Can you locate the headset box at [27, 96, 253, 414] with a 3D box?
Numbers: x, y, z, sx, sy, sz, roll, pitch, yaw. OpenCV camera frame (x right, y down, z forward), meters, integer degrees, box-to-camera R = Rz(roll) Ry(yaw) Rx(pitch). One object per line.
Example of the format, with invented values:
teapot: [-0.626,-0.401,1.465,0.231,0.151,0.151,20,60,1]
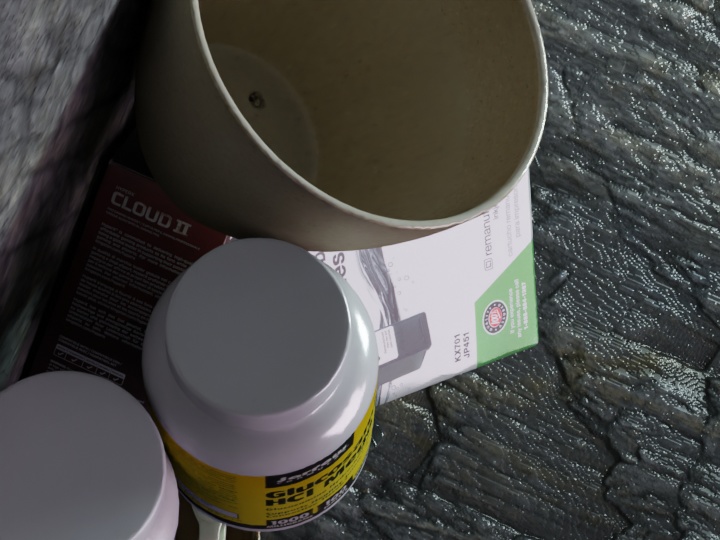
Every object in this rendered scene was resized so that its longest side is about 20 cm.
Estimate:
headset box: [-0.108,-0.005,1.568,0.149,0.075,0.200,-64,178,-64]

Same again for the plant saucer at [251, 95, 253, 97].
plant saucer: [-0.034,-0.036,1.775,0.037,0.199,0.200,35,-75,51]

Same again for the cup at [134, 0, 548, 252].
cup: [-0.031,-0.088,1.418,0.143,0.200,0.201,-33,-154,50]

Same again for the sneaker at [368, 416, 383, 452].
sneaker: [-0.056,0.131,1.840,0.091,0.076,0.200,-43,172,24]

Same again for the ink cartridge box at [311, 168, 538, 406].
ink cartridge box: [0.000,0.000,1.736,0.200,0.083,0.147,-20,121,-26]

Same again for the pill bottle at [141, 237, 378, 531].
pill bottle: [-0.048,0.053,1.409,0.200,0.112,0.113,93,21,-74]

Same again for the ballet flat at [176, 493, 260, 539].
ballet flat: [-0.087,0.161,1.670,0.065,0.070,0.201,-75,163,-81]

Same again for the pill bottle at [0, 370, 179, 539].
pill bottle: [-0.147,0.125,1.427,0.200,0.116,0.116,111,4,-67]
